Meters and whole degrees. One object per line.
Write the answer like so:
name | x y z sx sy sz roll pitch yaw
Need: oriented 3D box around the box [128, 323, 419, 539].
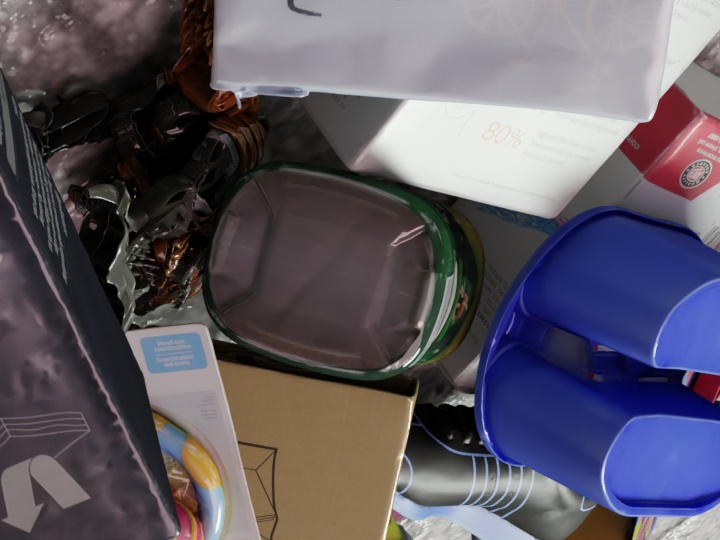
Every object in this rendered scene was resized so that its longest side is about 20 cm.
box | -0.068 0.125 0.909 0.163 0.021 0.201 11 117 -1

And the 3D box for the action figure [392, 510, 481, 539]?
action figure | 0.027 0.109 1.126 0.199 0.134 0.150 -9 113 -34

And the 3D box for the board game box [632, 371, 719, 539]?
board game box | 0.212 0.087 1.128 0.158 0.039 0.201 55 54 -72

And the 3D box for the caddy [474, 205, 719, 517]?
caddy | 0.137 0.045 0.958 0.200 0.105 0.142 11 103 -53

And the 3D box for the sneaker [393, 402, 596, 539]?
sneaker | 0.061 0.096 1.009 0.078 0.070 0.200 -47 138 14

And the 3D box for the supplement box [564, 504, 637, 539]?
supplement box | 0.154 0.105 1.148 0.201 0.066 0.069 -68 161 -9

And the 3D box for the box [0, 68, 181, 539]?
box | -0.195 0.031 0.679 0.196 0.118 0.201 -22 121 -2

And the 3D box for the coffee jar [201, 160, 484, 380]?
coffee jar | 0.000 0.000 0.867 0.200 0.104 0.086 3 102 -81

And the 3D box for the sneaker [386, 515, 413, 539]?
sneaker | -0.032 0.162 1.020 0.200 0.077 0.075 -16 -172 46

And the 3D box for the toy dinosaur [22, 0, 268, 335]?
toy dinosaur | -0.090 -0.051 0.815 0.136 0.102 0.201 -31 133 -36

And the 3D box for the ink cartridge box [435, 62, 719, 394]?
ink cartridge box | 0.132 -0.023 1.038 0.200 0.086 0.147 -46 147 19

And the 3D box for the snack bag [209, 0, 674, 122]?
snack bag | 0.037 -0.149 0.700 0.188 0.021 0.201 4 120 3

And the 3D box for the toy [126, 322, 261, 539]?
toy | -0.107 0.126 0.871 0.115 0.047 0.201 -7 118 12

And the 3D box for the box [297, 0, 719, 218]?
box | 0.076 -0.137 0.813 0.152 0.106 0.200 11 126 -48
